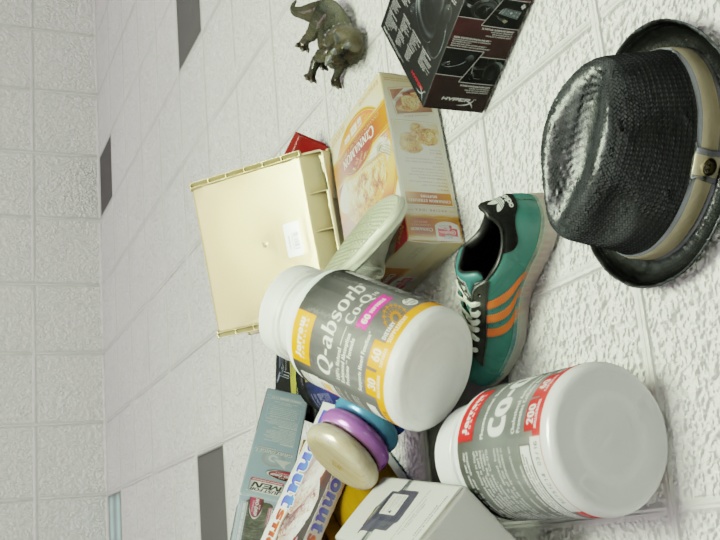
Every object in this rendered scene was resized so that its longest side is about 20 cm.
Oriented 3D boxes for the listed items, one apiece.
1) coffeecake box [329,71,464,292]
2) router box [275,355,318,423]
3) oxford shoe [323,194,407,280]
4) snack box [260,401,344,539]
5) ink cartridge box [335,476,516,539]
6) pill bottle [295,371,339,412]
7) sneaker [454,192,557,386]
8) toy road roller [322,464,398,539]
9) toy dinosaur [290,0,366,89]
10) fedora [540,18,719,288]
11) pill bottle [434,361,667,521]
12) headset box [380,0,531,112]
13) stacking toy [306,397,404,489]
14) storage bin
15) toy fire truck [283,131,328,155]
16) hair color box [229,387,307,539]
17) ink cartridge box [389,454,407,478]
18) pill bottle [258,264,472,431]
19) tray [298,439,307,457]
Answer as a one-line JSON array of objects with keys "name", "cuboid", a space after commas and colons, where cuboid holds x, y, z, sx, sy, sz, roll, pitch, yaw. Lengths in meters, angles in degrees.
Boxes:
[{"name": "coffeecake box", "cuboid": [0.035, -0.091, 1.164, 0.154, 0.072, 0.204, 135, 131, -56]}, {"name": "router box", "cuboid": [-0.066, 0.098, 1.410, 0.157, 0.051, 0.204, -177, 88, -66]}, {"name": "oxford shoe", "cuboid": [0.000, 0.000, 1.095, 0.201, 0.057, 0.076, -54, 12, 33]}, {"name": "snack box", "cuboid": [-0.054, 0.240, 1.093, 0.071, 0.024, 0.203, 3, 64, 54]}, {"name": "ink cartridge box", "cuboid": [0.076, 0.266, 0.928, 0.145, 0.084, 0.200, 47, 162, -6]}, {"name": "pill bottle", "cuboid": [-0.003, 0.118, 1.193, 0.199, 0.110, 0.114, 161, 109, -64]}, {"name": "sneaker", "cuboid": [0.116, 0.019, 0.963, 0.072, 0.079, 0.203, -129, 45, -52]}, {"name": "toy road roller", "cuboid": [-0.007, 0.286, 1.094, 0.123, 0.197, 0.148, -134, 28, -58]}, {"name": "toy dinosaur", "cuboid": [-0.040, -0.311, 1.373, 0.103, 0.076, 0.202, -55, 34, 33]}, {"name": "fedora", "cuboid": [0.192, -0.089, 0.779, 0.200, 0.090, 0.205, -178, 90, -67]}, {"name": "pill bottle", "cuboid": [0.146, 0.145, 0.849, 0.200, 0.112, 0.116, 150, 118, -62]}, {"name": "headset box", "cuboid": [0.101, -0.284, 1.021, 0.150, 0.076, 0.202, -113, 34, -42]}, {"name": "stacking toy", "cuboid": [0.034, 0.122, 1.057, 0.085, 0.200, 0.086, 31, 153, 19]}, {"name": "storage bin", "cuboid": [-0.098, -0.033, 1.296, 0.195, 0.093, 0.204, -13, 86, 25]}, {"name": "toy fire truck", "cuboid": [-0.097, -0.074, 1.419, 0.202, 0.048, 0.141, -64, 24, 17]}, {"name": "hair color box", "cuboid": [-0.112, 0.249, 1.282, 0.201, 0.059, 0.100, -82, 4, -60]}, {"name": "ink cartridge box", "cuboid": [-0.006, 0.313, 1.244, 0.116, 0.065, 0.204, -136, 51, -60]}, {"name": "pill bottle", "cuboid": [0.000, 0.066, 0.986, 0.198, 0.115, 0.119, 19, 108, 40]}, {"name": "tray", "cuboid": [-0.070, 0.304, 1.248, 0.202, 0.036, 0.100, 105, 171, -45]}]
